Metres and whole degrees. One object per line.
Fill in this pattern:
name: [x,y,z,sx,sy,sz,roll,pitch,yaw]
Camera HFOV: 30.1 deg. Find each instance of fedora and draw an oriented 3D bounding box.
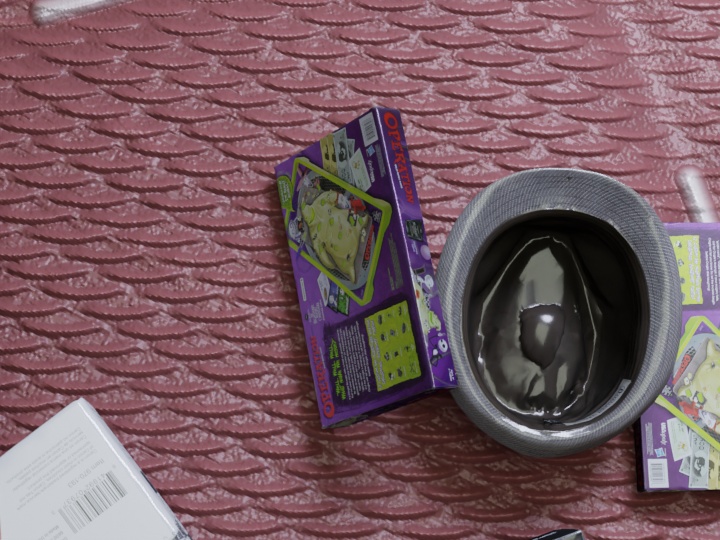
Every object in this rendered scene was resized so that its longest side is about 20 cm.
fedora: [0.136,0.031,0.965,0.176,0.090,0.201,-2,87,-2]

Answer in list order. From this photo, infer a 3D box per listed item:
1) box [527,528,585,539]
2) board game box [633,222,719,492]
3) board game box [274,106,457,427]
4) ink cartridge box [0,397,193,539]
box: [0.104,0.298,0.910,0.163,0.086,0.201,-20,80,-8]
board game box: [0.261,0.063,1.000,0.120,0.032,0.201,-1,79,0]
board game box: [0.000,0.000,0.948,0.032,0.120,0.201,3,71,-46]
ink cartridge box: [-0.185,0.212,0.909,0.145,0.083,0.200,-37,83,-11]
